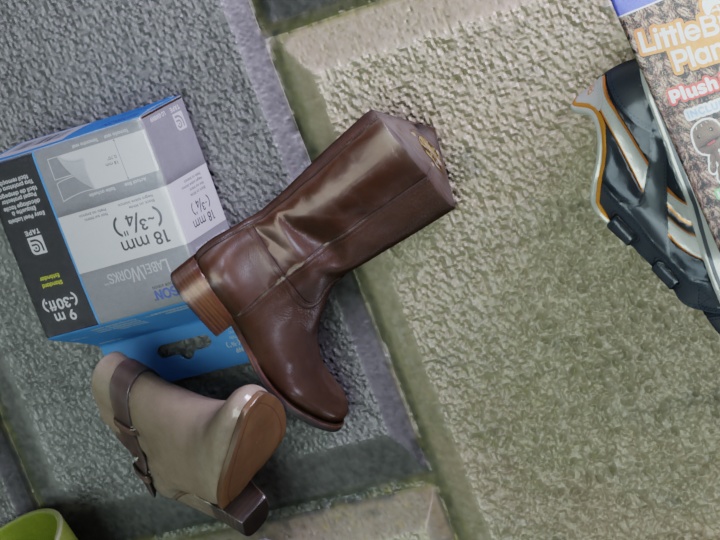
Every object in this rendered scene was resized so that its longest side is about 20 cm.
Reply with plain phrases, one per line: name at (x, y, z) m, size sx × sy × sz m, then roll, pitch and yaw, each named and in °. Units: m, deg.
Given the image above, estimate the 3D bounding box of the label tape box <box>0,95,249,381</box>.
label tape box at (-0.163, -0.007, 1.674) m, size 0.144 × 0.063 × 0.201 m, roll -15°, pitch 102°, yaw 28°

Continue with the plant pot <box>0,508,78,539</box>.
plant pot at (-0.231, 0.315, 1.775) m, size 0.187 × 0.187 × 0.200 m, roll -30°, pitch 110°, yaw 30°

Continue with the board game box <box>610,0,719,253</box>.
board game box at (0.246, -0.111, 1.399) m, size 0.096 × 0.159 × 0.201 m, roll -20°, pitch 100°, yaw 27°

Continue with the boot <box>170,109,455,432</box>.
boot at (0.000, 0.000, 1.607) m, size 0.200 × 0.064 × 0.186 m, roll -38°, pitch 126°, yaw 9°

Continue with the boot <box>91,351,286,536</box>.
boot at (-0.127, 0.105, 1.657) m, size 0.146 × 0.070 × 0.200 m, roll 37°, pitch 149°, yaw 20°

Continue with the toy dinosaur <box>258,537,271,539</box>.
toy dinosaur at (-0.108, 0.266, 1.709) m, size 0.200 × 0.136 × 0.102 m, roll -40°, pitch 91°, yaw 30°

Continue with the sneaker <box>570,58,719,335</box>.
sneaker at (0.197, -0.036, 1.497) m, size 0.079 × 0.078 × 0.201 m, roll -21°, pitch 88°, yaw 24°
